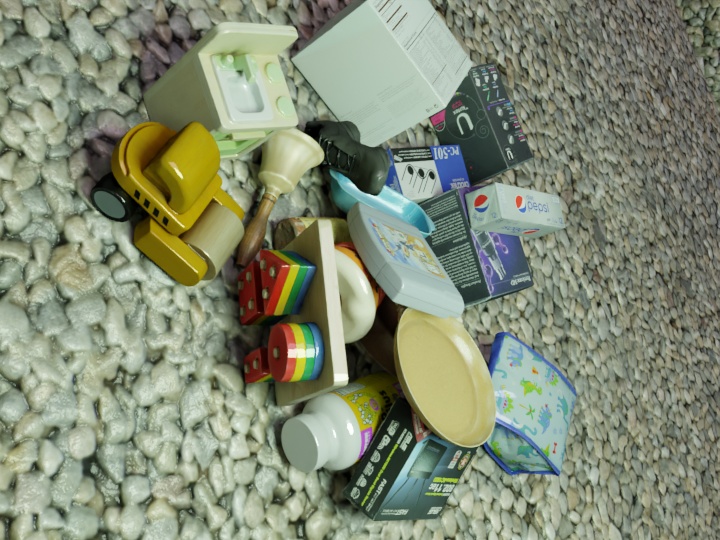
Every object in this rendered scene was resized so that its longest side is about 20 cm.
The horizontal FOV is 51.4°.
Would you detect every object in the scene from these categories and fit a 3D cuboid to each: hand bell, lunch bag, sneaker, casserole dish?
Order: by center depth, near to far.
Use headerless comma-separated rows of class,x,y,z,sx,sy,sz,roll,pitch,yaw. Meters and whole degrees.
hand bell,-0.131,-0.095,1.060,0.104,0.104,0.202,32,66,-31
sneaker,-0.026,-0.172,1.132,0.090,0.200,0.077,4,116,-33
casserole dish,0.028,-0.102,1.189,0.199,0.039,0.121,27,25,-20
lunch bag,0.268,0.229,1.279,0.200,0.127,0.171,49,47,-32

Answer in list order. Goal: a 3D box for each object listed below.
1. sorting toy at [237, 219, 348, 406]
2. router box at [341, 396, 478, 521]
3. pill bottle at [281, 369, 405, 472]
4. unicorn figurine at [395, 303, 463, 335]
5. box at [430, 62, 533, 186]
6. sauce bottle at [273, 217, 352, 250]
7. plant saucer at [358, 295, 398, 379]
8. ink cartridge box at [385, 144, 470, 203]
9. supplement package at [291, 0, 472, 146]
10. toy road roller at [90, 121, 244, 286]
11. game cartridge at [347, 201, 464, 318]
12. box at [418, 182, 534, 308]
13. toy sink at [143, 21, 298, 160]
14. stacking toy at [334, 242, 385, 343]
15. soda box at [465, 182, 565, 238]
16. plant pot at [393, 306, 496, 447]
sorting toy,-0.097,0.061,0.950,0.069,0.199,0.202,1,73,-27
router box,0.081,0.267,1.041,0.200,0.062,0.151,26,95,-54
pill bottle,-0.011,0.210,1.033,0.199,0.104,0.105,-14,84,-45
unicorn figurine,0.098,0.038,1.127,0.138,0.073,0.200,69,12,13
box,0.222,-0.274,1.424,0.106,0.122,0.202,-25,92,-46
sauce bottle,-0.037,-0.047,1.132,0.199,0.066,0.067,-1,76,-42
plant saucer,0.071,0.097,1.133,0.199,0.037,0.201,31,24,-16
ink cartridge box,0.115,-0.172,1.339,0.199,0.044,0.095,-12,85,-46
supplement package,0.036,-0.342,1.222,0.200,0.190,0.148,49,47,-20
toy road roller,-0.215,-0.092,0.919,0.200,0.145,0.123,46,49,-21
game cartridge,0.054,-0.019,1.038,0.133,0.042,0.201,24,25,-36
box,0.205,-0.043,1.335,0.147,0.104,0.202,-13,84,-46
toy sink,-0.168,-0.221,0.976,0.130,0.199,0.113,-16,85,-46
stacking toy,0.000,0.000,1.086,0.200,0.145,0.147,-38,102,-48
soda box,0.270,-0.101,1.297,0.199,0.068,0.064,3,73,-44
plant pot,0.108,0.138,0.987,0.199,0.027,0.201,31,43,-34
